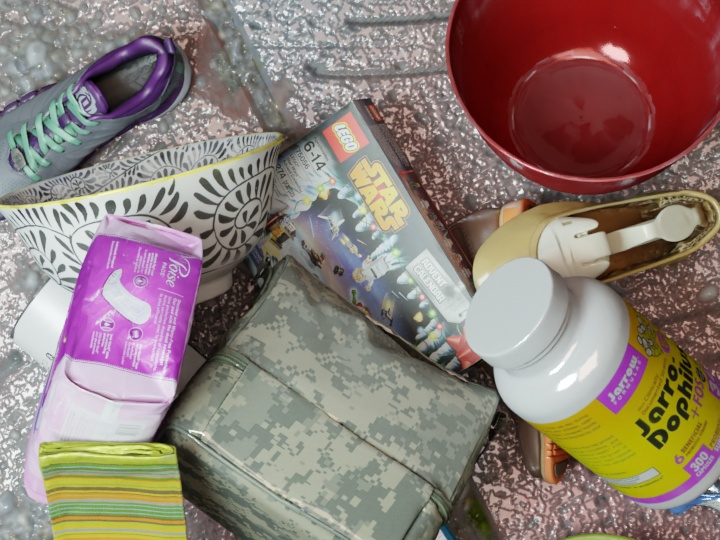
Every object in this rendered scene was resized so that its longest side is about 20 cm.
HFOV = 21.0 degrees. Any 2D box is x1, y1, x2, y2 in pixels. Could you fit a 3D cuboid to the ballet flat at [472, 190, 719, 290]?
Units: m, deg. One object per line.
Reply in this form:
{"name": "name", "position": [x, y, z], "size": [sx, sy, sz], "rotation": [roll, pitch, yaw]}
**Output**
{"name": "ballet flat", "position": [0.168, -0.023, 1.340], "size": [0.199, 0.063, 0.069], "rotation": [-18, 91, -31]}

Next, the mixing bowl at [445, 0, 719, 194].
{"name": "mixing bowl", "position": [0.157, -0.130, 1.354], "size": [0.198, 0.109, 0.202], "rotation": [-1, 67, 1]}

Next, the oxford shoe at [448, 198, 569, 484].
{"name": "oxford shoe", "position": [0.107, 0.054, 1.384], "size": [0.072, 0.071, 0.202], "rotation": [-11, 84, 22]}

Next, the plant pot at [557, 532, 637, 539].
{"name": "plant pot", "position": [0.127, 0.289, 1.261], "size": [0.198, 0.189, 0.202], "rotation": [3, 96, 29]}

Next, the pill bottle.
{"name": "pill bottle", "position": [0.159, 0.073, 1.294], "size": [0.200, 0.104, 0.105], "rotation": [37, 86, -34]}

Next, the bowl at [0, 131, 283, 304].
{"name": "bowl", "position": [-0.138, -0.025, 1.308], "size": [0.199, 0.201, 0.095], "rotation": [-13, 101, -1]}

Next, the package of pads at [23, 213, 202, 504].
{"name": "package of pads", "position": [-0.157, 0.065, 1.216], "size": [0.075, 0.200, 0.121], "rotation": [15, 61, -10]}

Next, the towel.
{"name": "towel", "position": [-0.146, 0.190, 1.199], "size": [0.085, 0.018, 0.202], "rotation": [1, 122, 6]}

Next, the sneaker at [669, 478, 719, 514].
{"name": "sneaker", "position": [0.305, 0.177, 1.368], "size": [0.199, 0.077, 0.086], "rotation": [25, 91, 11]}

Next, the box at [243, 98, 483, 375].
{"name": "box", "position": [0.000, 0.000, 1.363], "size": [0.136, 0.040, 0.201], "rotation": [-34, 84, 22]}

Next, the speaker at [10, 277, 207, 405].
{"name": "speaker", "position": [-0.147, 0.081, 1.366], "size": [0.200, 0.081, 0.081], "rotation": [39, 87, 3]}

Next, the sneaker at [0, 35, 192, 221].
{"name": "sneaker", "position": [-0.213, -0.109, 1.376], "size": [0.199, 0.088, 0.075], "rotation": [-37, 87, -2]}

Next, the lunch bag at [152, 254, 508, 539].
{"name": "lunch bag", "position": [-0.018, 0.103, 1.272], "size": [0.199, 0.139, 0.168], "rotation": [34, 67, -3]}

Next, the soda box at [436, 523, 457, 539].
{"name": "soda box", "position": [-0.021, 0.235, 1.361], "size": [0.199, 0.068, 0.064], "rotation": [-34, 88, -2]}
